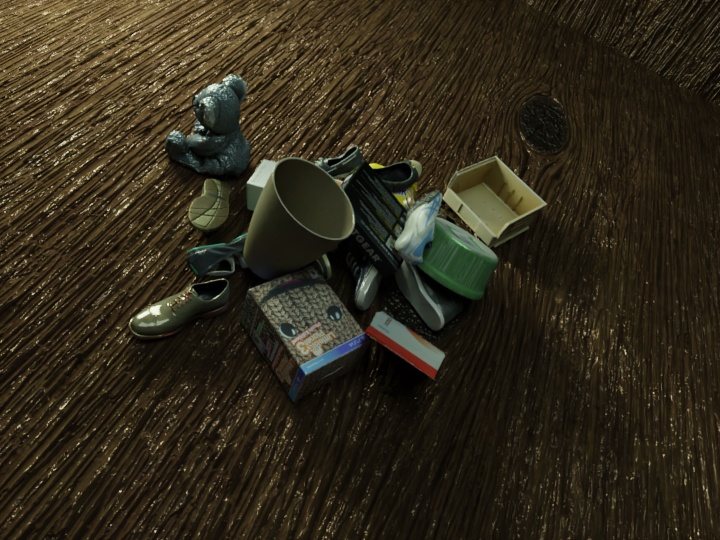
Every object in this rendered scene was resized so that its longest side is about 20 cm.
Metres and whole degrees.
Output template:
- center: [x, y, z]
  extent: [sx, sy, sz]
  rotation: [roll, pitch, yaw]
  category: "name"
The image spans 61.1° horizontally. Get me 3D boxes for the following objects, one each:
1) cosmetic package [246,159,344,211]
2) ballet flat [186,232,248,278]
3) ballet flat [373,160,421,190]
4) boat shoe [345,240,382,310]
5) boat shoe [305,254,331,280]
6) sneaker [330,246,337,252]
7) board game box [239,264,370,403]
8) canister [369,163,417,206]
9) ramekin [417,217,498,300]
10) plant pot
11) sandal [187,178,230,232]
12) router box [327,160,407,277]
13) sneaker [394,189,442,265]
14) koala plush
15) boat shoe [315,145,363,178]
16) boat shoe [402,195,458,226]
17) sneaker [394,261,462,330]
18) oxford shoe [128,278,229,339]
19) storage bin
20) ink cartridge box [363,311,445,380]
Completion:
- center: [-0.139, -0.163, 1.327]
  extent: [0.195, 0.072, 0.103]
  rotation: [16, 44, 7]
  category: "cosmetic package"
- center: [-0.262, -0.031, 1.245]
  extent: [0.198, 0.074, 0.073]
  rotation: [-24, 62, -44]
  category: "ballet flat"
- center: [0.077, -0.225, 1.444]
  extent: [0.197, 0.057, 0.067]
  rotation: [-23, 65, -35]
  category: "ballet flat"
- center: [0.000, 0.000, 1.335]
  extent: [0.090, 0.076, 0.202]
  rotation: [14, 44, 13]
  category: "boat shoe"
- center: [-0.136, -0.046, 1.309]
  extent: [0.065, 0.073, 0.201]
  rotation: [-22, 57, -30]
  category: "boat shoe"
- center: [-0.056, -0.116, 1.412]
  extent: [0.086, 0.075, 0.202]
  rotation: [34, 53, -3]
  category: "sneaker"
- center: [-0.107, 0.114, 1.156]
  extent: [0.157, 0.098, 0.201]
  rotation: [-22, 62, -37]
  category: "board game box"
- center: [0.057, -0.148, 1.470]
  extent: [0.145, 0.087, 0.203]
  rotation: [18, 47, -9]
  category: "canister"
- center: [0.212, -0.032, 1.368]
  extent: [0.197, 0.099, 0.201]
  rotation: [29, 16, -9]
  category: "ramekin"
- center: [-0.141, -0.078, 1.177]
  extent: [0.185, 0.200, 0.190]
  rotation: [28, 39, -26]
  category: "plant pot"
- center: [-0.323, -0.133, 1.316]
  extent: [0.079, 0.055, 0.202]
  rotation: [19, 31, -15]
  category: "sandal"
- center: [0.030, -0.110, 1.297]
  extent: [0.201, 0.051, 0.150]
  rotation: [48, 46, -16]
  category: "router box"
- center: [0.131, -0.093, 1.298]
  extent: [0.073, 0.071, 0.202]
  rotation: [48, 50, -24]
  category: "sneaker"
- center: [-0.322, -0.335, 1.385]
  extent: [0.181, 0.202, 0.178]
  rotation: [30, 45, 5]
  category: "koala plush"
- center: [-0.087, -0.255, 1.481]
  extent: [0.195, 0.064, 0.073]
  rotation: [-15, 44, -8]
  category: "boat shoe"
- center: [0.168, -0.133, 1.444]
  extent: [0.199, 0.067, 0.074]
  rotation: [28, 42, -54]
  category: "boat shoe"
- center: [0.153, 0.036, 1.365]
  extent: [0.098, 0.071, 0.202]
  rotation: [-15, 62, -37]
  category: "sneaker"
- center: [-0.330, 0.061, 1.119]
  extent: [0.198, 0.076, 0.071]
  rotation: [-25, 64, -38]
  category: "oxford shoe"
- center: [0.352, -0.184, 1.625]
  extent: [0.196, 0.095, 0.201]
  rotation: [-24, 64, -38]
  category: "storage bin"
- center: [0.087, 0.138, 1.171]
  extent: [0.160, 0.200, 0.051]
  rotation: [33, 88, 7]
  category: "ink cartridge box"
